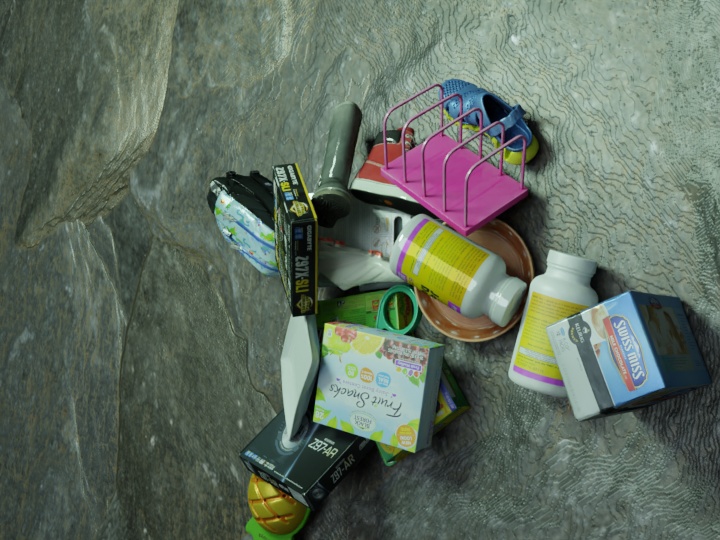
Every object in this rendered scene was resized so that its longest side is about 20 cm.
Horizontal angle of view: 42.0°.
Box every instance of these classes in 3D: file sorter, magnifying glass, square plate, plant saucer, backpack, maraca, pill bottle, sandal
[{"bbox_3d":[0.143,-0.180,1.440,0.199,0.138,0.127,39,150,34],"label":"file sorter"},{"bbox_3d":[0.039,0.114,1.571,0.079,0.022,0.202,41,112,32],"label":"magnifying glass"},{"bbox_3d":[-0.104,0.157,1.637,0.200,0.028,0.202,-102,23,-49],"label":"square plate"},{"bbox_3d":[0.182,0.012,1.496,0.197,0.032,0.204,-1,87,21],"label":"plant saucer"},{"bbox_3d":[-0.175,-0.085,1.747,0.198,0.162,0.156,26,110,30],"label":"backpack"},{"bbox_3d":[-0.149,0.424,1.696,0.136,0.106,0.203,20,102,31],"label":"maraca"},{"bbox_3d":[0.150,0.004,1.428,0.198,0.104,0.106,31,105,21],"label":"pill bottle"},{"bbox_3d":[0.290,0.077,1.384,0.103,0.103,0.204,17,97,37],"label":"pill bottle"},{"bbox_3d":[0.202,-0.255,1.487,0.079,0.087,0.199,-44,59,-13],"label":"sandal"}]

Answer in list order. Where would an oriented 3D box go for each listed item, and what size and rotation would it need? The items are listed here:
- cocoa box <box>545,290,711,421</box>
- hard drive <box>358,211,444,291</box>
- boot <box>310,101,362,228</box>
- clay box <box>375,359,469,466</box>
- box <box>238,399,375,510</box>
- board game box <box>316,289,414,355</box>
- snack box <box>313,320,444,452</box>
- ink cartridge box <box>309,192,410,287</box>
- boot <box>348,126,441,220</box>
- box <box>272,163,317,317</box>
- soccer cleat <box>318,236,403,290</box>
[{"bbox_3d":[0.364,0.114,1.261,0.130,0.199,0.135,-27,71,32],"label":"cocoa box"},{"bbox_3d":[0.081,-0.044,1.606,0.198,0.033,0.142,-9,80,37],"label":"hard drive"},{"bbox_3d":[-0.032,-0.187,1.568,0.182,0.072,0.203,153,138,-71],"label":"boot"},{"bbox_3d":[0.077,0.234,1.572,0.200,0.047,0.116,-42,62,27],"label":"clay box"},{"bbox_3d":[-0.095,0.310,1.623,0.160,0.044,0.199,-43,35,-24],"label":"box"},{"bbox_3d":[0.000,0.096,1.647,0.198,0.047,0.104,-10,80,37],"label":"board game box"},{"bbox_3d":[0.028,0.185,1.527,0.197,0.067,0.172,12,98,31],"label":"snack box"},{"bbox_3d":[0.000,-0.056,1.634,0.196,0.057,0.166,-1,84,17],"label":"ink cartridge box"},{"bbox_3d":[0.090,-0.169,1.557,0.198,0.072,0.146,19,73,32],"label":"boot"},{"bbox_3d":[-0.109,-0.049,1.561,0.161,0.048,0.202,-110,17,-49],"label":"box"},{"bbox_3d":[0.000,0.000,1.572,0.197,0.069,0.079,15,96,30],"label":"soccer cleat"}]
